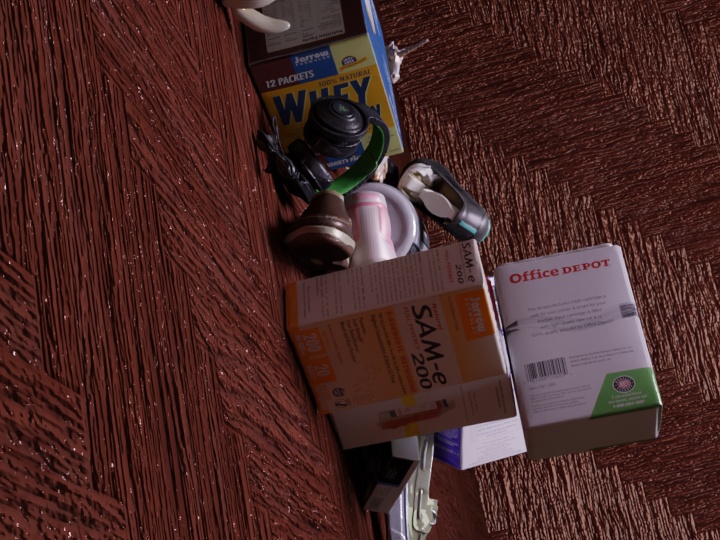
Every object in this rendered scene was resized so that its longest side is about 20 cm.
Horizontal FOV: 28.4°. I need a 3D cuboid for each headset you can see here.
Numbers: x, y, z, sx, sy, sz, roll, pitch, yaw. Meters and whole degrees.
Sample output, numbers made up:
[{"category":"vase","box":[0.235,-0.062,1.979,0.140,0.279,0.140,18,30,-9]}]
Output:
[{"category":"headset","box":[-0.039,-0.120,1.515,0.199,0.124,0.094,9,36,-53]}]

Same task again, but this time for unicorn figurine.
[{"category":"unicorn figurine","box":[0.017,-0.194,1.778,0.200,0.073,0.139,105,5,-69]}]

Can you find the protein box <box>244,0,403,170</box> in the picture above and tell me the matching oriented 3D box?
[{"category":"protein box","box":[-0.045,-0.255,1.621,0.199,0.133,0.202,69,10,-53]}]

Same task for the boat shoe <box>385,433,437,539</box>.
[{"category":"boat shoe","box":[0.061,0.278,1.673,0.072,0.061,0.203,101,-11,-82]}]

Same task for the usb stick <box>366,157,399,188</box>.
[{"category":"usb stick","box":[-0.016,-0.174,1.853,0.200,0.032,0.056,45,42,-34]}]

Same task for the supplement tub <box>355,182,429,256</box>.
[{"category":"supplement tub","box":[0.026,-0.040,1.870,0.200,0.121,0.124,44,34,-79]}]

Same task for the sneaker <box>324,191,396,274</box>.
[{"category":"sneaker","box":[0.000,0.000,1.652,0.201,0.074,0.106,105,-23,-63]}]

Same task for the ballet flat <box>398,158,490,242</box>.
[{"category":"ballet flat","box":[0.095,-0.102,1.846,0.068,0.068,0.200,22,12,-40]}]

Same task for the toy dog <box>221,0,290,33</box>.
[{"category":"toy dog","box":[-0.058,-0.338,1.396,0.140,0.198,0.196,-82,157,-71]}]

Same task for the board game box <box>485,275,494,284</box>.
[{"category":"board game box","box":[0.110,0.048,1.920,0.200,0.150,0.047,-18,-95,63]}]

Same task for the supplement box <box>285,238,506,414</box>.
[{"category":"supplement box","box":[0.036,0.059,1.420,0.074,0.198,0.127,-95,169,-50]}]

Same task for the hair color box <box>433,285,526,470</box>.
[{"category":"hair color box","box":[0.144,0.126,1.703,0.065,0.108,0.203,20,-66,52]}]

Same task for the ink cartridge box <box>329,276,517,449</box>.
[{"category":"ink cartridge box","box":[0.061,0.101,1.562,0.146,0.198,0.084,-96,173,-47]}]

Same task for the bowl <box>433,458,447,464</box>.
[{"category":"bowl","box":[0.122,0.146,1.779,0.199,0.074,0.202,23,87,-39]}]

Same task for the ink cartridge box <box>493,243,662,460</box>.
[{"category":"ink cartridge box","box":[0.230,0.086,1.531,0.085,0.144,0.202,74,7,-57]}]

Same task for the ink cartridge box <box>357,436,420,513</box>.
[{"category":"ink cartridge box","box":[0.026,0.169,1.639,0.201,0.039,0.100,-95,-157,-47]}]

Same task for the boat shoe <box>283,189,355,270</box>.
[{"category":"boat shoe","box":[-0.043,-0.048,1.493,0.202,0.074,0.076,113,-20,-83]}]

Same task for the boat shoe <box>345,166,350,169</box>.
[{"category":"boat shoe","box":[-0.007,-0.176,1.988,0.200,0.071,0.063,-35,100,-85]}]
